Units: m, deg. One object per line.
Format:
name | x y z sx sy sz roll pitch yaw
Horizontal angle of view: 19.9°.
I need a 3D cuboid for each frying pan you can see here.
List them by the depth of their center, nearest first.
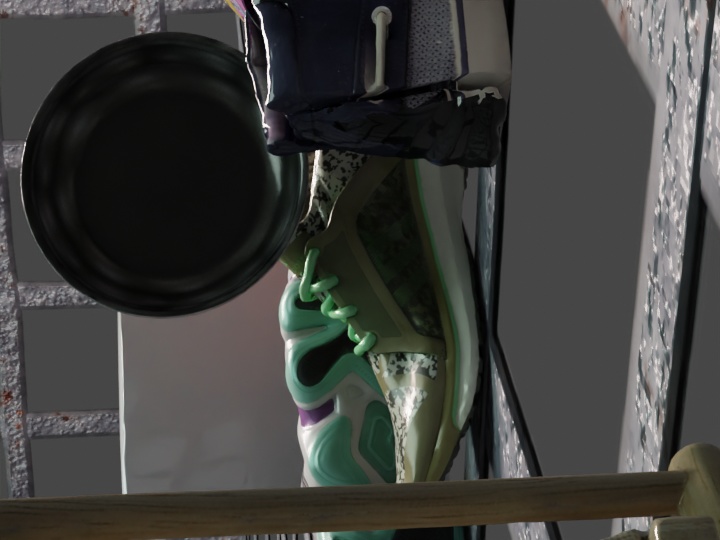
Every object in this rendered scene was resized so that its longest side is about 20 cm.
frying pan | -0.055 -0.068 0.820 0.190 0.115 0.031 -55 -7 -7

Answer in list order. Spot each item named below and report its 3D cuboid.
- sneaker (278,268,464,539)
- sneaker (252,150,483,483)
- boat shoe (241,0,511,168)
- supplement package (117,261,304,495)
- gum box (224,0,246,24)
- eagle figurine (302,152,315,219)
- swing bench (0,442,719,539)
sneaker | -0.001 0.069 0.947 0.140 0.077 0.201 136 132 -82
sneaker | 0.000 0.000 0.846 0.077 0.088 0.201 116 151 -78
boat shoe | -0.001 -0.130 0.774 0.075 0.092 0.201 97 169 -58
supplement package | -0.060 0.066 1.166 0.200 0.151 0.151 116 151 -78
gum box | -0.066 -0.179 0.887 0.114 0.066 0.200 53 178 -29
eagle figurine | -0.052 -0.068 1.326 0.152 0.151 0.201 33 100 34
swing bench | -0.003 0.123 0.373 0.200 0.198 0.130 -119 27 -77
